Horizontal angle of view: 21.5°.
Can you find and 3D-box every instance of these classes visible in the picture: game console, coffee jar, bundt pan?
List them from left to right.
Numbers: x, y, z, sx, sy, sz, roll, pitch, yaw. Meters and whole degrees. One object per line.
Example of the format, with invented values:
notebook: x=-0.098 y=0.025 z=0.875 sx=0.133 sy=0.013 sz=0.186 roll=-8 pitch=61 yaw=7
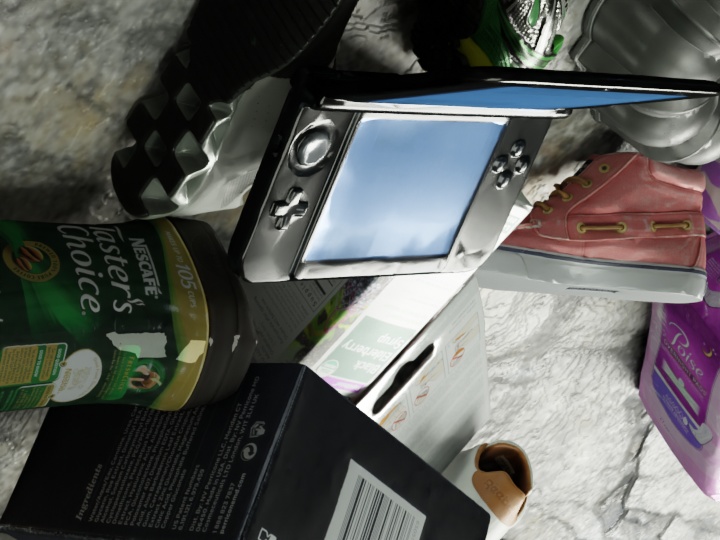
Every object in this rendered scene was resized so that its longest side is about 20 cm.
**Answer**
coffee jar: x=-0.156 y=0.022 z=0.992 sx=0.199 sy=0.105 sz=0.086 roll=0 pitch=133 yaw=-32
game console: x=0.059 y=-0.047 z=0.973 sx=0.199 sy=0.116 sz=0.177 roll=-2 pitch=124 yaw=-45
bundt pan: x=0.235 y=-0.145 z=1.189 sx=0.201 sy=0.076 sz=0.203 roll=-25 pitch=146 yaw=-18

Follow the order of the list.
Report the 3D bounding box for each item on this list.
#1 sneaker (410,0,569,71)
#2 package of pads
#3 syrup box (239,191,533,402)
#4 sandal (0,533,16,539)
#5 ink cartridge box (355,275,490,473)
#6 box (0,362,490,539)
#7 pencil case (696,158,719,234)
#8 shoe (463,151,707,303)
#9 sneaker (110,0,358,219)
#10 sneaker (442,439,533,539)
sneaker: x=0.070 y=-0.164 z=1.025 sx=0.085 sy=0.078 sz=0.200 roll=-36 pitch=157 yaw=-11
package of pads: x=0.278 y=0.077 z=1.473 sx=0.075 sy=0.121 sz=0.201 roll=-25 pitch=147 yaw=-16
syrup box: x=0.000 y=0.000 z=1.152 sx=0.200 sy=0.082 sz=0.079 roll=-48 pitch=144 yaw=17
sandal: x=-0.165 y=0.237 z=1.206 sx=0.050 sy=0.202 sz=0.083 roll=-54 pitch=180 yaw=-27
ink cartridge box: x=0.020 y=0.098 z=1.278 sx=0.160 sy=0.047 sz=0.200 roll=-46 pitch=153 yaw=-20
box: x=-0.065 y=0.147 z=1.112 sx=0.197 sy=0.199 sz=0.118 roll=42 pitch=58 yaw=-40
pencil case: x=0.308 y=-0.101 z=1.304 sx=0.084 sy=0.086 sz=0.200 roll=-4 pitch=138 yaw=-49
shoe: x=0.136 y=-0.033 z=1.255 sx=0.199 sy=0.092 sz=0.071 roll=5 pitch=172 yaw=-13
sneaker: x=-0.046 y=-0.103 z=0.989 sx=0.088 sy=0.074 sz=0.200 roll=3 pitch=142 yaw=-44
sneaker: x=0.092 y=0.161 z=1.386 sx=0.085 sy=0.073 sz=0.200 roll=-42 pitch=-175 yaw=4
